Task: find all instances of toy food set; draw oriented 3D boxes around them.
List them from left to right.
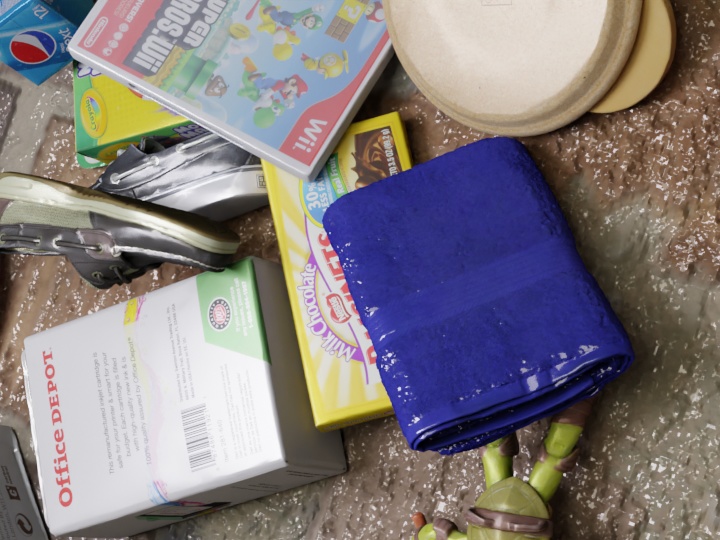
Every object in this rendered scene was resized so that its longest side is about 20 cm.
[{"bbox_3d":[0.100,-0.186,1.239,0.200,0.049,0.198,-15,92,37],"label":"toy food set"}]

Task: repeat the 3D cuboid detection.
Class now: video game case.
[{"bbox_3d":[-0.082,-0.164,1.320,0.200,0.017,0.143,28,77,14],"label":"video game case"}]

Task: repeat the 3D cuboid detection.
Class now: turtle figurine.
[{"bbox_3d":[0.088,0.149,1.196,0.200,0.064,0.162,4,83,32],"label":"turtle figurine"}]

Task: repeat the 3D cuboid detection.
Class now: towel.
[{"bbox_3d":[0.070,0.015,1.204,0.147,0.050,0.200,-21,53,-2],"label":"towel"}]

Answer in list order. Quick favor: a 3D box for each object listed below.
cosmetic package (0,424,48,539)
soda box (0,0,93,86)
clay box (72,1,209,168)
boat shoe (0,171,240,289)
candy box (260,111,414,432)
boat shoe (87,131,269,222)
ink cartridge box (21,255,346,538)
[{"bbox_3d":[-0.352,0.219,1.389,0.200,0.166,0.168,-32,66,22],"label":"cosmetic package"},{"bbox_3d":[-0.249,-0.238,1.433,0.064,0.068,0.200,-31,48,23],"label":"soda box"},{"bbox_3d":[-0.140,-0.150,1.398,0.200,0.048,0.115,-13,73,27],"label":"clay box"},{"bbox_3d":[-0.170,-0.019,1.306,0.201,0.072,0.066,15,93,30],"label":"boat shoe"},{"bbox_3d":[0.000,0.000,1.282,0.102,0.026,0.200,-15,73,9],"label":"candy box"},{"bbox_3d":[-0.151,-0.060,1.373,0.200,0.072,0.068,-16,77,25],"label":"boat shoe"},{"bbox_3d":[-0.124,0.092,1.323,0.200,0.084,0.145,-19,72,26],"label":"ink cartridge box"}]
